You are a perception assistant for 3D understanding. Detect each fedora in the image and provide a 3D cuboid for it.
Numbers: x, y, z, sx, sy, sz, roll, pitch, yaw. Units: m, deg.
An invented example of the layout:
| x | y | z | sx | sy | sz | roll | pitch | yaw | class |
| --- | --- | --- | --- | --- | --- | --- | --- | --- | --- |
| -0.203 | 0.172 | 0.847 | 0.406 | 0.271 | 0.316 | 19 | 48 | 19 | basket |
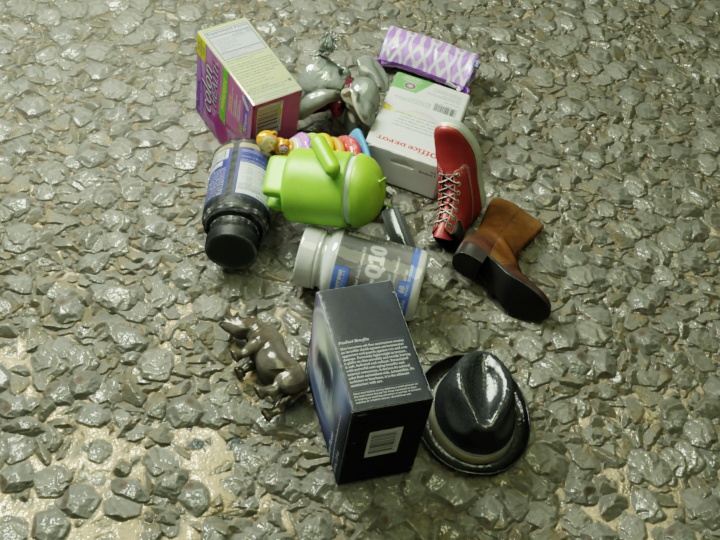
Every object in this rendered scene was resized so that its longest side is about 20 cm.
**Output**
| x | y | z | sx | sy | sz | roll | pitch | yaw | class |
| --- | --- | --- | --- | --- | --- | --- | --- | --- | --- |
| 0.171 | 0.192 | 1.562 | 0.197 | 0.092 | 0.203 | 5 | 51 | -6 | fedora |

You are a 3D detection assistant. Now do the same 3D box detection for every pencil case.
| x | y | z | sx | sy | sz | roll | pitch | yaw | class |
| --- | --- | --- | --- | --- | --- | --- | --- | --- | --- |
| 0.130 | -0.397 | 2.032 | 0.197 | 0.084 | 0.087 | 20 | 74 | 8 | pencil case |

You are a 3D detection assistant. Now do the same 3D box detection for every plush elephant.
| x | y | z | sx | sy | sz | roll | pitch | yaw | class |
| --- | --- | --- | --- | --- | --- | --- | --- | --- | --- |
| -0.032 | -0.308 | 1.882 | 0.154 | 0.201 | 0.165 | 34 | 45 | 0 | plush elephant |

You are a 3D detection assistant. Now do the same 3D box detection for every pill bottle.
| x | y | z | sx | sy | sz | roll | pitch | yaw | class |
| --- | --- | --- | --- | --- | --- | --- | --- | --- | --- |
| -0.197 | -0.107 | 1.721 | 0.110 | 0.113 | 0.202 | 7 | 51 | -4 | pill bottle |
| 0.000 | 0.000 | 1.670 | 0.197 | 0.115 | 0.115 | 15 | 51 | 3 | pill bottle |

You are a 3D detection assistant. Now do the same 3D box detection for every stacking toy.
| x | y | z | sx | sy | sz | roll | pitch | yaw | class |
| --- | --- | --- | --- | --- | --- | --- | --- | --- | --- |
| -0.086 | -0.189 | 1.758 | 0.198 | 0.116 | 0.111 | 17 | 41 | -36 | stacking toy |

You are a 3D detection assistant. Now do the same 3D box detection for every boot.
| x | y | z | sx | sy | sz | roll | pitch | yaw | class |
| --- | --- | --- | --- | --- | --- | --- | --- | --- | --- |
| 0.147 | -0.134 | 1.754 | 0.071 | 0.202 | 0.145 | 7 | 46 | 30 | boot |
| 0.263 | -0.021 | 1.784 | 0.186 | 0.069 | 0.200 | 29 | 40 | 12 | boot |

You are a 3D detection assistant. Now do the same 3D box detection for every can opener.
| x | y | z | sx | sy | sz | roll | pitch | yaw | class |
| --- | --- | --- | --- | --- | --- | --- | --- | --- | --- |
| 0.048 | -0.077 | 1.789 | 0.066 | 0.053 | 0.202 | -31 | 54 | 10 | can opener |

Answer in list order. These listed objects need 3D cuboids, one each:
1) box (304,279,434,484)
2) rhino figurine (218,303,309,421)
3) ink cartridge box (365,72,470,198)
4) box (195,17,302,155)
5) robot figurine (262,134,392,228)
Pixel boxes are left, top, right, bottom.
| x | y | z | sx | sy | sz | roll | pitch | yaw | class |
| --- | --- | --- | --- | --- | --- | --- | --- | --- | --- |
| 0.004 | 0.158 | 1.493 | 0.121 | 0.201 | 0.200 | -7 | 52 | -15 | box |
| -0.148 | 0.123 | 1.583 | 0.087 | 0.060 | 0.201 | -24 | 58 | -22 | rhino figurine |
| 0.098 | -0.242 | 1.897 | 0.143 | 0.085 | 0.202 | 19 | 51 | 5 | ink cartridge box |
| -0.196 | -0.293 | 1.826 | 0.096 | 0.177 | 0.201 | -22 | 59 | -25 | box |
| -0.049 | -0.128 | 1.663 | 0.197 | 0.176 | 0.117 | 6 | 62 | 13 | robot figurine |
